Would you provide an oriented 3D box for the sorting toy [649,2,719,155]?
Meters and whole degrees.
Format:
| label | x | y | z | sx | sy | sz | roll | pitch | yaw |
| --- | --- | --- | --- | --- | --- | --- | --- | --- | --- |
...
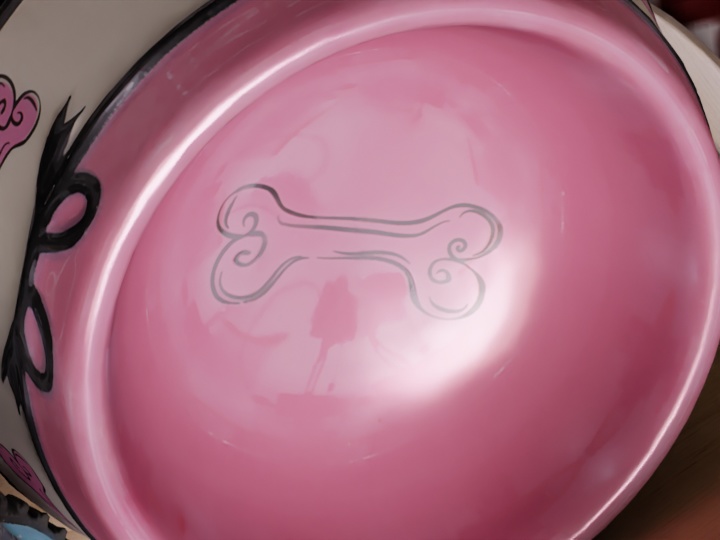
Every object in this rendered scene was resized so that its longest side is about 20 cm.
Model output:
| label | x | y | z | sx | sy | sz | roll | pitch | yaw |
| --- | --- | --- | --- | --- | --- | --- | --- | --- | --- |
| sorting toy | 0.132 | -0.085 | 0.698 | 0.180 | 0.107 | 0.200 | -41 | 87 | 32 |

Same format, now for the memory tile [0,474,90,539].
| label | x | y | z | sx | sy | sz | roll | pitch | yaw |
| --- | --- | --- | --- | --- | --- | --- | --- | --- | --- |
| memory tile | -0.097 | 0.093 | 0.786 | 0.199 | 0.017 | 0.154 | -5 | 117 | 16 |

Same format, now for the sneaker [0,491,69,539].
| label | x | y | z | sx | sy | sz | roll | pitch | yaw |
| --- | --- | --- | --- | --- | --- | --- | --- | --- | --- |
| sneaker | -0.117 | 0.129 | 0.706 | 0.079 | 0.096 | 0.201 | 19 | 137 | 1 |

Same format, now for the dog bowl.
| label | x | y | z | sx | sy | sz | roll | pitch | yaw |
| --- | --- | --- | --- | --- | --- | --- | --- | --- | --- |
| dog bowl | 0.000 | 0.000 | 0.672 | 0.199 | 0.074 | 0.201 | -10 | 118 | -20 |

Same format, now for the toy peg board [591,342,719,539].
| label | x | y | z | sx | sy | sz | roll | pitch | yaw |
| --- | --- | --- | --- | --- | --- | --- | --- | --- | --- |
| toy peg board | 0.149 | 0.065 | 0.707 | 0.199 | 0.199 | 0.098 | -35 | 110 | -1 |

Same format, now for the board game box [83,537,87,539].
| label | x | y | z | sx | sy | sz | roll | pitch | yaw |
| --- | --- | --- | --- | --- | --- | --- | --- | --- | --- |
| board game box | -0.017 | 0.137 | 0.850 | 0.152 | 0.040 | 0.201 | 3 | 121 | -9 |
